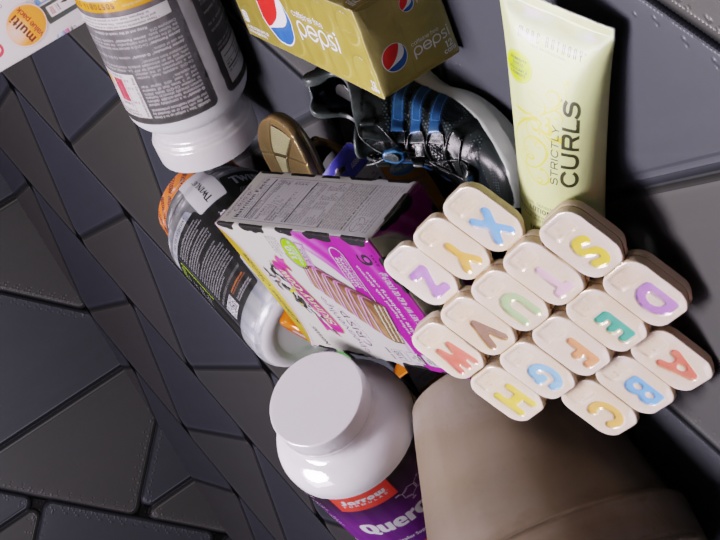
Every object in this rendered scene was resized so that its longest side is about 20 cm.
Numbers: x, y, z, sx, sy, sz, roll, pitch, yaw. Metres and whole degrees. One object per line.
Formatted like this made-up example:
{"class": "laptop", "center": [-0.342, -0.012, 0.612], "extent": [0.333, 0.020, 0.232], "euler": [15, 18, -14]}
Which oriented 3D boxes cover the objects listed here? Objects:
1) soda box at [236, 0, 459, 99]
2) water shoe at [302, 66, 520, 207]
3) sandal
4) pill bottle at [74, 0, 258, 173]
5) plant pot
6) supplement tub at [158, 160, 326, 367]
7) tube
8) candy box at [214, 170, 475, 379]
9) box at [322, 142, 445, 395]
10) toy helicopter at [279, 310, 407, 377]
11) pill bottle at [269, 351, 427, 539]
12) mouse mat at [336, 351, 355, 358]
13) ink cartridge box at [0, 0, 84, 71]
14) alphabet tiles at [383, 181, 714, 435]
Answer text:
{"class": "soda box", "center": [-0.018, -0.182, 1.135], "extent": [0.200, 0.064, 0.068], "euler": [33, 151, 54]}
{"class": "water shoe", "center": [0.037, -0.087, 1.125], "extent": [0.200, 0.079, 0.072], "euler": [42, 158, 41]}
{"class": "sandal", "center": [-0.024, -0.072, 1.388], "extent": [0.080, 0.054, 0.200], "euler": [34, 167, 40]}
{"class": "pill bottle", "center": [-0.164, -0.191, 1.446], "extent": [0.116, 0.116, 0.201], "euler": [37, 154, 49]}
{"class": "plant pot", "center": [0.122, 0.155, 1.195], "extent": [0.200, 0.199, 0.174], "euler": [94, 157, -64]}
{"class": "supplement tub", "center": [-0.099, -0.014, 1.575], "extent": [0.200, 0.122, 0.123], "euler": [44, 160, 34]}
{"class": "tube", "center": [0.115, -0.077, 0.979], "extent": [0.201, 0.058, 0.052], "euler": [82, -176, -48]}
{"class": "candy box", "center": [0.000, 0.000, 1.202], "extent": [0.200, 0.061, 0.137], "euler": [9, 142, 55]}
{"class": "box", "center": [0.039, -0.004, 1.279], "extent": [0.201, 0.041, 0.119], "euler": [61, 149, 10]}
{"class": "toy helicopter", "center": [0.016, 0.052, 1.466], "extent": [0.132, 0.079, 0.200], "euler": [25, 173, 13]}
{"class": "pill bottle", "center": [0.008, 0.142, 1.297], "extent": [0.112, 0.112, 0.200], "euler": [43, 176, 39]}
{"class": "mouse mat", "center": [0.050, 0.142, 1.544], "extent": [0.161, 0.008, 0.200], "euler": [36, 168, 39]}
{"class": "ink cartridge box", "center": [-0.304, -0.294, 1.503], "extent": [0.145, 0.199, 0.148], "euler": [34, 153, 53]}
{"class": "alphabet tiles", "center": [0.114, 0.030, 1.052], "extent": [0.195, 0.015, 0.200], "euler": [36, 142, -8]}
